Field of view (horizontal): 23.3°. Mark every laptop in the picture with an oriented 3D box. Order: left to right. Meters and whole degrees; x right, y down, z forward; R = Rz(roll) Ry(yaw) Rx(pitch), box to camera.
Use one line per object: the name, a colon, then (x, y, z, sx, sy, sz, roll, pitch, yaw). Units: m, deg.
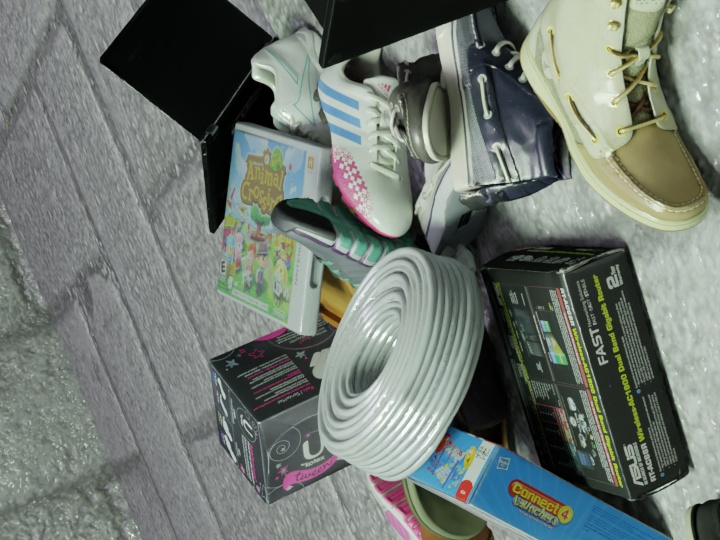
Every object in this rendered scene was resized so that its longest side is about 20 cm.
laptop: (-0.172, -0.183, 1.839, 0.116, 0.187, 0.200, 15, 136, 16)

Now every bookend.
bookend: (0.018, -0.282, 1.307, 0.200, 0.198, 0.092, 59, 159, 23)

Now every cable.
cable: (0.034, 0.078, 1.499, 0.200, 0.069, 0.200, -58, 21, 18)

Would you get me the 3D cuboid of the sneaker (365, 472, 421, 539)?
sneaker: (0.066, 0.274, 1.886, 0.200, 0.081, 0.088, 56, 154, 30)

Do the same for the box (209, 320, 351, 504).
box: (-0.043, 0.136, 1.850, 0.115, 0.200, 0.132, 47, 151, 42)

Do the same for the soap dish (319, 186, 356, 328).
soap dish: (-0.006, 0.001, 1.752, 0.200, 0.081, 0.158, 29, 152, 58)

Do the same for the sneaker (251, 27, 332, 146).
sneaker: (-0.044, -0.148, 1.753, 0.201, 0.080, 0.070, 59, 155, 18)

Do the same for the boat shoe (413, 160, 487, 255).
boat shoe: (0.083, -0.083, 1.528, 0.070, 0.071, 0.200, 58, 163, 17)

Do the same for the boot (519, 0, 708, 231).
boot: (0.190, -0.139, 1.211, 0.200, 0.072, 0.155, 58, 154, 26)

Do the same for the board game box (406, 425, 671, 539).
board game box: (0.136, 0.198, 1.520, 0.200, 0.056, 0.196, 30, 173, -25)

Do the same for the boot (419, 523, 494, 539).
boot: (0.068, 0.202, 1.748, 0.200, 0.074, 0.155, -110, -2, -70)

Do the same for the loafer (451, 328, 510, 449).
loafer: (0.114, 0.120, 1.653, 0.072, 0.073, 0.200, 38, 154, 37)

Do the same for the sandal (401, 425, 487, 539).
sandal: (0.075, 0.175, 1.628, 0.057, 0.080, 0.201, 5, 130, 41)

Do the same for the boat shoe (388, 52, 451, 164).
boat shoe: (0.047, -0.132, 1.435, 0.200, 0.057, 0.067, -68, -32, -66)

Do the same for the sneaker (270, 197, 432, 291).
sneaker: (0.000, 0.000, 1.611, 0.088, 0.200, 0.074, -63, 23, 22)

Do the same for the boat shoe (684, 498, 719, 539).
boat shoe: (0.310, 0.259, 1.318, 0.063, 0.074, 0.202, -40, 57, 31)

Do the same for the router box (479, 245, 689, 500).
router box: (0.183, 0.079, 1.441, 0.150, 0.062, 0.200, 6, 116, 68)

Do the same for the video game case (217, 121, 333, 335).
video game case: (-0.086, -0.046, 1.735, 0.200, 0.022, 0.183, 22, 108, 59)

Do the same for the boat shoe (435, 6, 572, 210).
boat shoe: (0.119, -0.152, 1.389, 0.093, 0.075, 0.201, -8, 86, 31)

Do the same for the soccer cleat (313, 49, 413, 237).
soccer cleat: (0.011, -0.127, 1.610, 0.086, 0.070, 0.200, -47, 50, 37)
